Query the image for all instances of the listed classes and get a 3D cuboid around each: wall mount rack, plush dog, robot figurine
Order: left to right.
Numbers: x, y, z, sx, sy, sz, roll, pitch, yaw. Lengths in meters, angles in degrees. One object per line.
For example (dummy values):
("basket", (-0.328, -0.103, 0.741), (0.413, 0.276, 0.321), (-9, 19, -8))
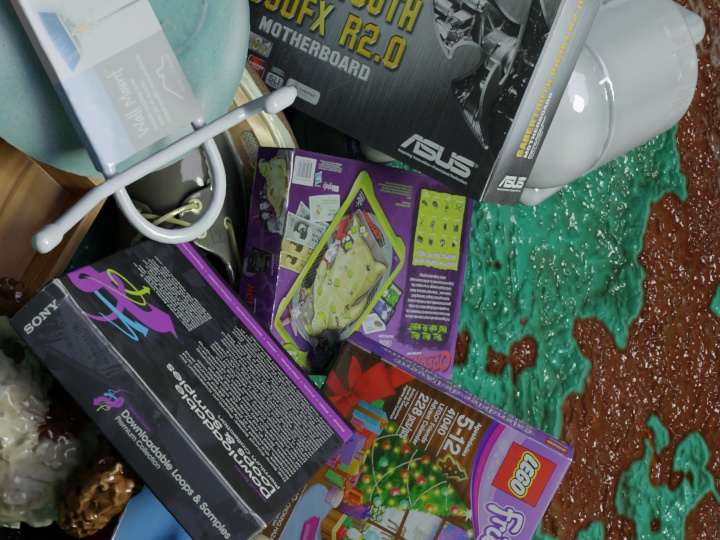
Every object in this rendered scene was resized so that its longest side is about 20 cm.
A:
("plush dog", (-0.186, 0.077, 0.982), (0.171, 0.200, 0.161), (-7, 132, -25))
("wall mount rack", (-0.126, -0.097, 1.007), (0.173, 0.074, 0.201), (-33, 102, -34))
("robot figurine", (0.135, -0.121, 1.361), (0.200, 0.113, 0.170), (-28, 138, -40))

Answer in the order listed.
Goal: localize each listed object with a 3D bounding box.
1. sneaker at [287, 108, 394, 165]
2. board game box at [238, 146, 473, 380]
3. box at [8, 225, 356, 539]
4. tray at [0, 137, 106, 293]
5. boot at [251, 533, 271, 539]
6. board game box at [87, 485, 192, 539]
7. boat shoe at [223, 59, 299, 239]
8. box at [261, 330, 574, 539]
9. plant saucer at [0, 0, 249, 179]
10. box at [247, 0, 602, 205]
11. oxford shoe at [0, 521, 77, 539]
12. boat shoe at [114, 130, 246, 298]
("sneaker", (0.036, -0.129, 1.291), (0.075, 0.088, 0.201), (44, 57, -27))
("board game box", (0.000, 0.000, 1.206), (0.200, 0.032, 0.121), (8, 86, -58))
("box", (-0.078, 0.052, 1.019), (0.143, 0.036, 0.200), (49, 12, 2))
("tray", (-0.213, 0.006, 1.085), (0.099, 0.037, 0.201), (44, 57, -29))
("boot", (-0.110, 0.234, 1.070), (0.166, 0.072, 0.201), (-37, 149, -44))
("board game box", (-0.116, 0.146, 1.113), (0.200, 0.039, 0.158), (90, 22, -52))
("boat shoe", (-0.071, -0.042, 1.200), (0.076, 0.072, 0.201), (-39, 112, -25))
("box", (0.010, 0.152, 1.158), (0.136, 0.039, 0.201), (27, 99, 4))
("plant saucer", (-0.129, -0.149, 1.088), (0.200, 0.039, 0.202), (11, 73, -37))
("box", (0.027, -0.147, 1.175), (0.048, 0.200, 0.159), (0, 115, -59))
("oxford shoe", (-0.207, 0.168, 1.056), (0.073, 0.085, 0.200), (36, 38, 4))
("boat shoe", (-0.095, -0.010, 1.150), (0.060, 0.072, 0.203), (-86, 168, -78))
